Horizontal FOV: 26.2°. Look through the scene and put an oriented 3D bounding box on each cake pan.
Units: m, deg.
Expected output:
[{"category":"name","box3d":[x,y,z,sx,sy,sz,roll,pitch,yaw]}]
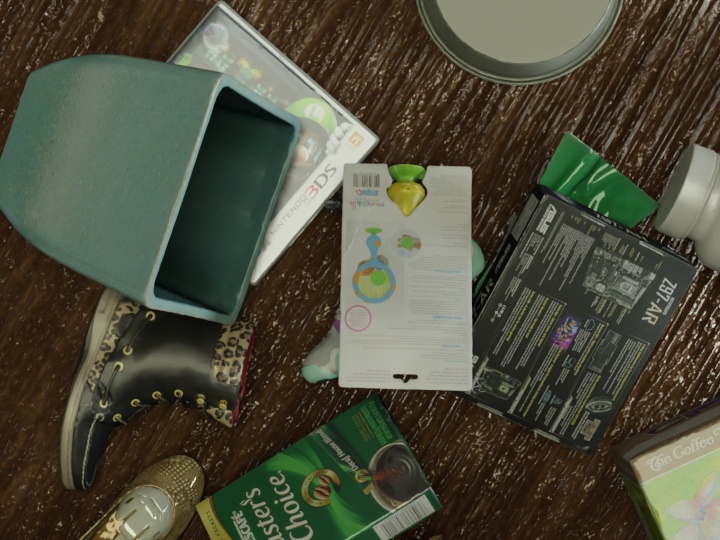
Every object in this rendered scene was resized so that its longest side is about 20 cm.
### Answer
[{"category":"cake pan","box3d":[0.149,-0.274,1.434,0.199,0.037,0.202,0,89,1]}]

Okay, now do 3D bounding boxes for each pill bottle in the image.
[{"category":"pill bottle","box3d":[0.373,-0.038,1.390,0.199,0.112,0.113,22,89,1]}]

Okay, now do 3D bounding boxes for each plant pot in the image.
[{"category":"plant pot","box3d":[-0.199,-0.083,1.341,0.199,0.196,0.198,18,89,18]}]

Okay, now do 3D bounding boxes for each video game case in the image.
[{"category":"video game case","box3d":[-0.115,-0.119,1.442,0.200,0.023,0.182,41,90,1]}]

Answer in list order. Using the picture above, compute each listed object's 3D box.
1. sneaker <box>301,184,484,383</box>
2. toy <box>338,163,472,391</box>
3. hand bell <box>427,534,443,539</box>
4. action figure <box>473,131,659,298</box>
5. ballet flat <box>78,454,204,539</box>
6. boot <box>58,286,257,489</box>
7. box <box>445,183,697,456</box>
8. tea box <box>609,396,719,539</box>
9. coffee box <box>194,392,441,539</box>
[{"category":"sneaker","box3d":[0.000,0.000,1.418,0.200,0.078,0.140,-37,87,-9]},{"category":"toy","box3d":[0.039,0.007,1.359,0.114,0.047,0.201,2,78,-2]},{"category":"hand bell","box3d":[-0.031,0.273,1.417,0.199,0.104,0.105,10,89,14]},{"category":"action figure","box3d":[0.167,-0.017,1.416,0.118,0.055,0.200,36,96,-17]},{"category":"ballet flat","box3d":[-0.220,0.251,1.417,0.070,0.065,0.200,43,90,1]},{"category":"boot","box3d":[-0.186,0.116,1.416,0.150,0.073,0.201,14,81,1]},{"category":"box","box3d":[0.183,0.046,1.387,0.159,0.044,0.201,24,103,-11]},{"category":"tea box","box3d":[0.356,0.210,1.376,0.199,0.134,0.198,-25,88,1]},{"category":"coffee box","box3d":[-0.040,0.213,1.394,0.199,0.044,0.123,-31,52,0]}]
